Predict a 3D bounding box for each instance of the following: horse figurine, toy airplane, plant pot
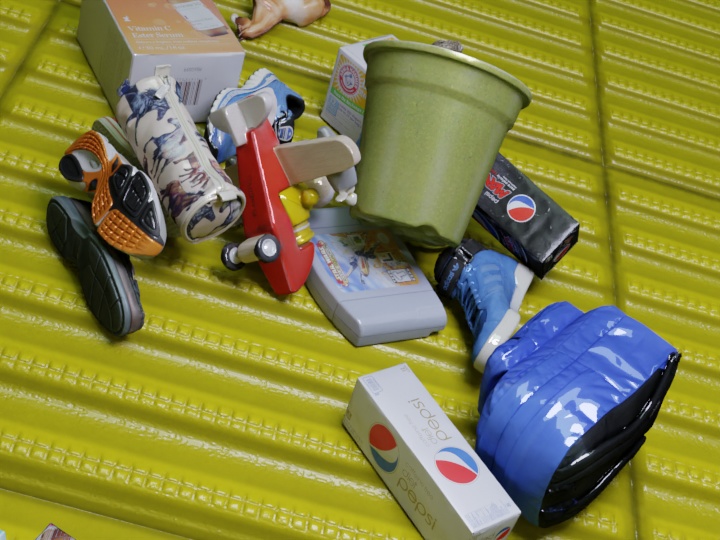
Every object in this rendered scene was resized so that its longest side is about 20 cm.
[{"bbox_3d":[-0.112,-0.394,1.811,0.198,0.050,0.134,-7,58,-38],"label":"horse figurine"},{"bbox_3d":[-0.088,-0.102,1.372,0.140,0.201,0.200,-5,40,-42],"label":"toy airplane"},{"bbox_3d":[0.071,-0.131,1.388,0.197,0.187,0.200,17,-4,1],"label":"plant pot"}]

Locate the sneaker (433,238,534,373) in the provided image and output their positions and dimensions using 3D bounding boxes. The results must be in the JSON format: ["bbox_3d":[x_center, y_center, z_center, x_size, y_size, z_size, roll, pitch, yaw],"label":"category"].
[{"bbox_3d":[0.124,0.032,1.398,0.110,0.077,0.201,29,35,1],"label":"sneaker"}]

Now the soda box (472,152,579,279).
[{"bbox_3d":[0.165,-0.085,1.479,0.071,0.063,0.200,-43,71,-8],"label":"soda box"}]

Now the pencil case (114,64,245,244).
[{"bbox_3d":[-0.191,-0.121,1.324,0.077,0.090,0.201,-13,56,-31],"label":"pencil case"}]

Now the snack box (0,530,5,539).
[{"bbox_3d":[-0.391,0.220,0.971,0.197,0.038,0.117,17,38,13],"label":"snack box"}]

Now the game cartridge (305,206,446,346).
[{"bbox_3d":[0.000,0.000,1.420,0.131,0.042,0.201,-3,44,-32],"label":"game cartridge"}]

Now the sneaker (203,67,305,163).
[{"bbox_3d":[-0.128,-0.185,1.545,0.088,0.079,0.200,26,39,12],"label":"sneaker"}]

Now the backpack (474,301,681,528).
[{"bbox_3d":[0.193,0.145,1.242,0.167,0.164,0.199,31,52,28],"label":"backpack"}]

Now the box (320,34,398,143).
[{"bbox_3d":[0.056,-0.200,1.614,0.101,0.114,0.200,-21,53,-40],"label":"box"}]

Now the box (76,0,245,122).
[{"bbox_3d":[-0.257,-0.288,1.586,0.150,0.107,0.201,-8,47,-30],"label":"box"}]

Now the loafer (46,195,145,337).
[{"bbox_3d":[-0.262,-0.012,1.298,0.062,0.073,0.200,-7,44,-37],"label":"loafer"}]

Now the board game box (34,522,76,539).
[{"bbox_3d":[-0.250,0.303,0.963,0.134,0.035,0.200,30,40,11],"label":"board game box"}]

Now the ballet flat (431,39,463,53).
[{"bbox_3d":[0.127,-0.267,1.686,0.067,0.046,0.200,41,1,17],"label":"ballet flat"}]

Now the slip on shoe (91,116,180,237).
[{"bbox_3d":[-0.239,-0.112,1.422,0.061,0.075,0.200,-12,44,-37],"label":"slip on shoe"}]

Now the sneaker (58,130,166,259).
[{"bbox_3d":[-0.238,-0.071,1.307,0.092,0.076,0.200,40,7,-47],"label":"sneaker"}]

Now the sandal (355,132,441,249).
[{"bbox_3d":[0.048,-0.104,1.520,0.199,0.088,0.079,38,40,18],"label":"sandal"}]

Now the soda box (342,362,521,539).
[{"bbox_3d":[0.064,0.187,1.203,0.063,0.069,0.201,-13,50,-34],"label":"soda box"}]
